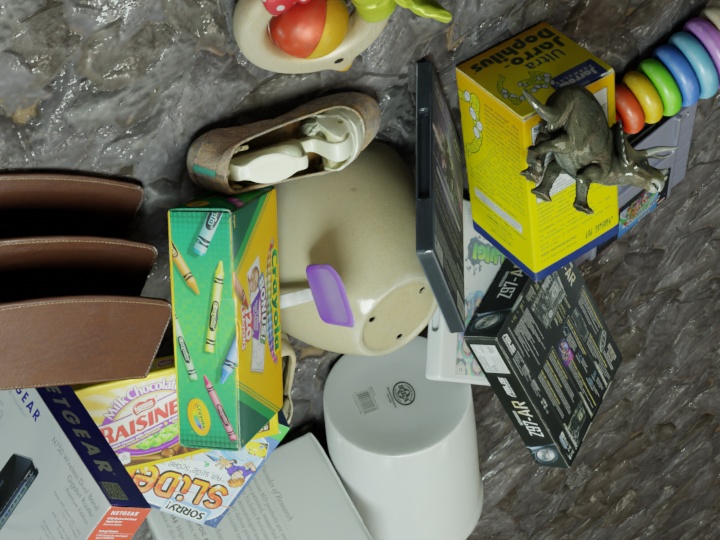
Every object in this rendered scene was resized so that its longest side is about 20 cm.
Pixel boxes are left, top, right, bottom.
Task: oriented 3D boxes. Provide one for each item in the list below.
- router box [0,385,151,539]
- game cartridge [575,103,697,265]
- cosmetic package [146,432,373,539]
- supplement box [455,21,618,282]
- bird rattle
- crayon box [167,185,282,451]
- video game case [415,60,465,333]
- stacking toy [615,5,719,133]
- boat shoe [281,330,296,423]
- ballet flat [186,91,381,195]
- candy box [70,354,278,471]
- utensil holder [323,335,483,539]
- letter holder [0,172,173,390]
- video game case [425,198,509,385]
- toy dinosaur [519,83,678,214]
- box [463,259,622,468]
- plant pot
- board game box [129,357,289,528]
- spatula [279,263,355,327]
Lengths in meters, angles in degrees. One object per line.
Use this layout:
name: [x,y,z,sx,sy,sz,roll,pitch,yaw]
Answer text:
router box: [-0.284,0.194,1.293,0.049,0.200,0.180,15,117,-51]
game cartridge: [0.290,-0.095,1.674,0.199,0.038,0.130,-37,143,-24]
cosmetic package: [-0.098,0.313,1.630,0.198,0.166,0.166,-24,144,-15]
supplement box: [0.171,-0.112,1.465,0.108,0.109,0.201,-29,135,-19]
bird rattle: [-0.034,-0.207,1.194,0.198,0.113,0.163,-9,151,-35]
crayon box: [-0.111,0.036,1.294,0.119,0.058,0.202,-41,131,-71]
video game case: [0.072,-0.066,1.387,0.019,0.202,0.143,-7,148,12]
stacking toy: [0.301,-0.188,1.578,0.199,0.086,0.086,-31,146,-3]
boat shoe: [-0.102,0.133,1.528,0.072,0.065,0.201,-17,139,-32]
ballet flat: [-0.050,-0.102,1.305,0.199,0.067,0.069,-21,117,-29]
candy box: [-0.172,0.125,1.387,0.198,0.026,0.103,-13,121,-17]
utensil holder: [0.047,0.190,1.655,0.169,0.170,0.201,-29,143,-18]
letter holder: [-0.248,0.007,1.210,0.199,0.101,0.143,-1,128,-44]
video game case: [0.138,0.027,1.595,0.199,0.024,0.184,10,82,-51]
toy dinosaur: [0.186,-0.117,1.353,0.200,0.077,0.103,39,75,-37]
box: [0.196,0.082,1.614,0.201,0.043,0.161,58,49,-33]
plant pot: [0.000,0.000,1.421,0.199,0.135,0.201,-27,144,-22]
board game box: [-0.183,0.157,1.445,0.199,0.035,0.136,25,110,-34]
spatula: [-0.073,0.026,1.361,0.020,0.199,0.057,-26,103,-42]
